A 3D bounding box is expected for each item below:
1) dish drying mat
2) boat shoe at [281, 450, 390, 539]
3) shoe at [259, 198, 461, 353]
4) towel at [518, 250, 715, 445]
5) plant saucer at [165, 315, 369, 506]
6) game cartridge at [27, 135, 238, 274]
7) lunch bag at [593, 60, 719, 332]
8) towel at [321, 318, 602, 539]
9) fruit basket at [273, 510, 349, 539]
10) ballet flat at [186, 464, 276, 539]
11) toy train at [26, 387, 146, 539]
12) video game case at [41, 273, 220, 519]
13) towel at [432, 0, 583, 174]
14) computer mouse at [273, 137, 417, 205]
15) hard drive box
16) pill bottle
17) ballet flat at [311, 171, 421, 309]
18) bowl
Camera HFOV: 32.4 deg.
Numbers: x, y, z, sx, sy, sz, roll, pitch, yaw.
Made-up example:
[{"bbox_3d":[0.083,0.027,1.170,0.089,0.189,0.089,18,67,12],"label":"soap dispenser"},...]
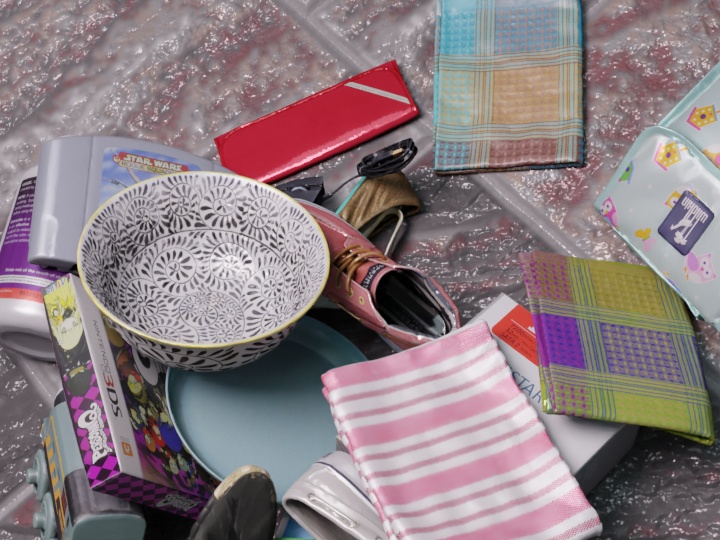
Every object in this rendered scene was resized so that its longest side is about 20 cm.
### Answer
[{"bbox_3d":[-0.045,-0.142,1.223,0.200,0.018,0.077,-23,62,2],"label":"dish drying mat"},{"bbox_3d":[0.024,0.222,0.914,0.066,0.072,0.200,-35,76,-35],"label":"boat shoe"},{"bbox_3d":[0.000,0.000,1.057,0.200,0.091,0.072,39,77,0],"label":"shoe"},{"bbox_3d":[0.204,0.055,0.999,0.143,0.023,0.200,9,39,-8],"label":"towel"},{"bbox_3d":[-0.069,0.117,1.048,0.200,0.027,0.201,14,46,-15],"label":"plant saucer"},{"bbox_3d":[-0.199,-0.053,1.139,0.199,0.042,0.134,10,72,-25],"label":"game cartridge"},{"bbox_3d":[0.317,-0.065,1.037,0.200,0.122,0.170,-41,63,0],"label":"lunch bag"},{"bbox_3d":[0.070,0.134,0.919,0.146,0.030,0.200,-18,53,-13],"label":"towel"},{"bbox_3d":[0.008,0.286,0.961,0.199,0.094,0.186,13,67,15],"label":"fruit basket"},{"bbox_3d":[-0.116,0.233,0.978,0.066,0.200,0.057,12,24,-20],"label":"ballet flat"},{"bbox_3d":[-0.226,0.183,1.031,0.085,0.114,0.200,4,34,-23],"label":"toy train"},{"bbox_3d":[-0.173,0.113,1.029,0.036,0.200,0.182,-29,60,14],"label":"video game case"},{"bbox_3d":[0.142,-0.186,1.195,0.146,0.022,0.201,-3,64,14],"label":"towel"},{"bbox_3d":[-0.032,-0.080,1.132,0.200,0.034,0.059,-25,25,31],"label":"computer mouse"},{"bbox_3d":[0.103,0.137,0.985,0.156,0.077,0.200,36,59,26],"label":"hard drive box"},{"bbox_3d":[-0.281,-0.022,1.171,0.112,0.113,0.201,4,66,16],"label":"pill bottle"},{"bbox_3d":[-0.018,-0.012,1.135,0.072,0.068,0.200,41,75,12],"label":"ballet flat"},{"bbox_3d":[-0.129,0.018,1.019,0.200,0.094,0.201,5,44,-5],"label":"bowl"}]
